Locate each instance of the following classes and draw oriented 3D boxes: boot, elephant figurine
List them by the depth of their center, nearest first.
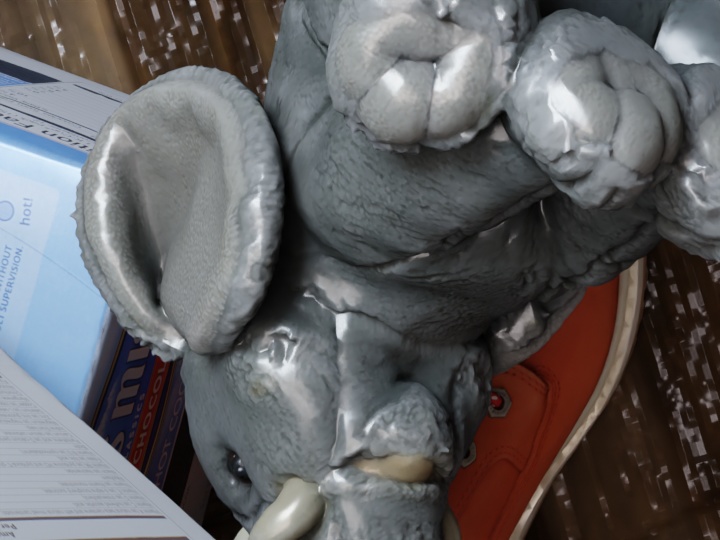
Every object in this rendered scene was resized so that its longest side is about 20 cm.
[{"bbox_3d":[0.000,0.000,0.673,0.141,0.155,0.200,38,122,-4],"label":"elephant figurine"},{"bbox_3d":[0.017,0.041,0.766,0.075,0.107,0.201,21,99,17],"label":"boot"}]

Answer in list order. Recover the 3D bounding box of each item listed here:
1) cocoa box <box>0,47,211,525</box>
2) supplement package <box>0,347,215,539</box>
[{"bbox_3d":[-0.119,0.046,0.793,0.133,0.131,0.201,19,100,14],"label":"cocoa box"},{"bbox_3d":[-0.137,0.059,0.647,0.200,0.114,0.110,39,107,29],"label":"supplement package"}]
